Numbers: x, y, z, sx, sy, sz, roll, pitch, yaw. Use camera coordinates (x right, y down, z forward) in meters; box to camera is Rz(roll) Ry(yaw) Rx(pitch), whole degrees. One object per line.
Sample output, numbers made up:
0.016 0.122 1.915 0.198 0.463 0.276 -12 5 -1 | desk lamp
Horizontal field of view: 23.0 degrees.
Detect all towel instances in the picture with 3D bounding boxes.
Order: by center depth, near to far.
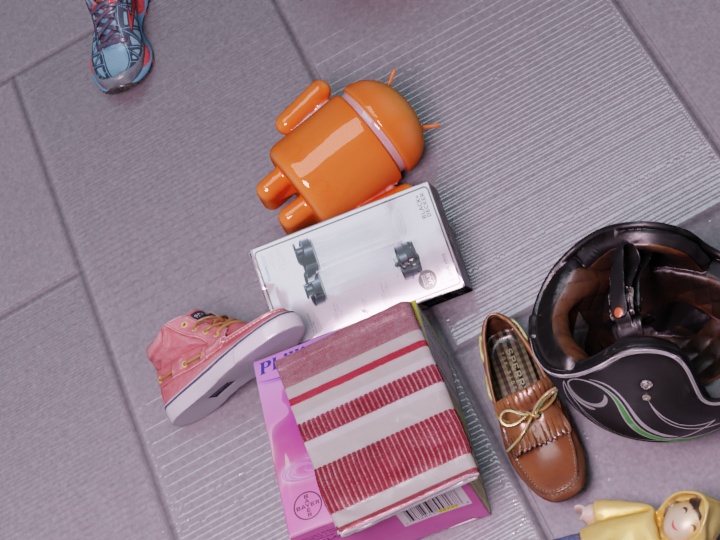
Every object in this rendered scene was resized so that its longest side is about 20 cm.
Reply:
0.014 0.136 1.634 0.143 0.023 0.201 -25 55 4 | towel

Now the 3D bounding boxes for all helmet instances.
0.270 0.062 1.589 0.200 0.190 0.201 -35 42 38 | helmet

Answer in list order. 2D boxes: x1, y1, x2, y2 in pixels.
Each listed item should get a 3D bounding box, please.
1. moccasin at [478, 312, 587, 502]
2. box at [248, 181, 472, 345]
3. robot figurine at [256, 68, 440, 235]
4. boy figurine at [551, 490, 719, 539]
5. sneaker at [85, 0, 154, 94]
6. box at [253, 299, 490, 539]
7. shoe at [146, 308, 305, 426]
0.160 0.126 1.662 0.073 0.078 0.202 -19 54 10 | moccasin
0.000 0.000 1.792 0.199 0.060 0.117 -22 81 9 | box
-0.015 -0.120 1.867 0.200 0.117 0.144 -40 41 -3 | robot figurine
0.231 0.254 1.564 0.199 0.064 0.125 -21 51 13 | boy figurine
-0.302 -0.301 2.110 0.079 0.096 0.201 -16 55 13 | sneaker
0.009 0.159 1.693 0.175 0.097 0.201 -21 54 10 | box
-0.142 0.071 1.777 0.200 0.071 0.091 -39 67 35 | shoe
